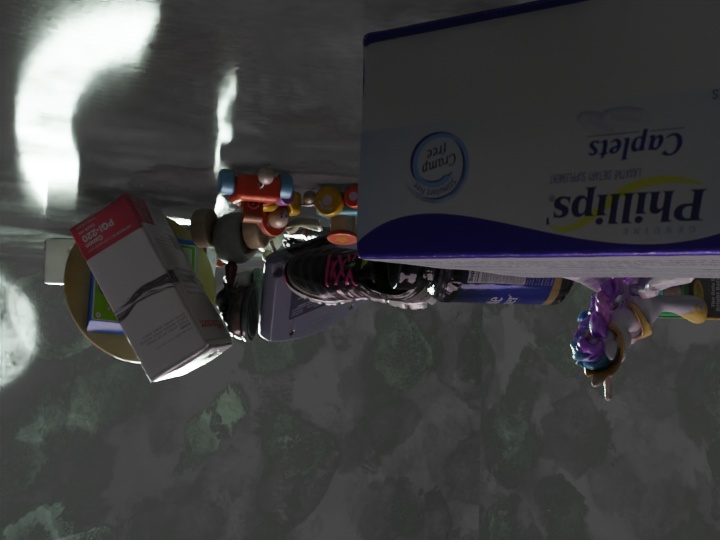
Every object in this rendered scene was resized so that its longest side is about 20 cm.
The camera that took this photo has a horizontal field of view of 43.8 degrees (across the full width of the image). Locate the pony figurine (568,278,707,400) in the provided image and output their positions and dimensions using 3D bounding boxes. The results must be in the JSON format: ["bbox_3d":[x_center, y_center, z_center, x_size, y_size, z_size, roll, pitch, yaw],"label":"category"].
[{"bbox_3d":[0.249,-0.004,0.814,0.165,0.197,0.199,3,-162,41],"label":"pony figurine"}]

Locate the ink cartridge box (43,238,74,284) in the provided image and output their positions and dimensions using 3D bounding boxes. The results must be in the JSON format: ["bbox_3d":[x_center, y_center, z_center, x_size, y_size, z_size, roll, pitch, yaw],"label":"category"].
[{"bbox_3d":[-0.484,-0.011,1.692,0.143,0.087,0.200,1,175,11],"label":"ink cartridge box"}]

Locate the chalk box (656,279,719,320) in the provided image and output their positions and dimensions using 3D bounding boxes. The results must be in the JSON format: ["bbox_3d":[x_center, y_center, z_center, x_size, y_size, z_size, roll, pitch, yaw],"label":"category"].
[{"bbox_3d":[0.391,-0.002,1.120,0.197,0.127,0.123,4,176,-31],"label":"chalk box"}]

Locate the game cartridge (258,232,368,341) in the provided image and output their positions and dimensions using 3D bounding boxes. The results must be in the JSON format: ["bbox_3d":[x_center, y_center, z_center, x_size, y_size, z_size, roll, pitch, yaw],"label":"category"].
[{"bbox_3d":[-0.057,0.019,1.221,0.041,0.135,0.198,25,-149,36],"label":"game cartridge"}]

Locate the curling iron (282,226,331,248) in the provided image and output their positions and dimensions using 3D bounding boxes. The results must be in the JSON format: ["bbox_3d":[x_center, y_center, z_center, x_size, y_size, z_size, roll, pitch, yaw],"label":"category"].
[{"bbox_3d":[-0.065,-0.050,1.350,0.050,0.026,0.199,43,157,-18],"label":"curling iron"}]

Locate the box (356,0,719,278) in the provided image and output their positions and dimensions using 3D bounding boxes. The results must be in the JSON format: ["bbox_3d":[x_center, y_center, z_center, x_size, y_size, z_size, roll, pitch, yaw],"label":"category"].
[{"bbox_3d":[0.126,-0.051,0.425,0.182,0.107,0.199,0,178,37],"label":"box"}]

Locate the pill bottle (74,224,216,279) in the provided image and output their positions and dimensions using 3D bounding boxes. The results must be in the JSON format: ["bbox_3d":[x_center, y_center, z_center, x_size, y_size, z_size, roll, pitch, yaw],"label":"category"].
[{"bbox_3d":[-0.324,-0.016,1.343,0.197,0.115,0.112,3,177,-23],"label":"pill bottle"}]

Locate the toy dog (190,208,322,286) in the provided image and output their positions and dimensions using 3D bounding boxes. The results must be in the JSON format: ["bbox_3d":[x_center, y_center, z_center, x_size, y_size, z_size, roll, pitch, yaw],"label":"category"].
[{"bbox_3d":[-0.147,-0.026,1.194,0.130,0.098,0.199,0,177,34],"label":"toy dog"}]

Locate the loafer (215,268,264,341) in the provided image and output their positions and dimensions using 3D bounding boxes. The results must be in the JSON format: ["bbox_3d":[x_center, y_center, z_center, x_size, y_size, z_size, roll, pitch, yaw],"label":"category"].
[{"bbox_3d":[-0.163,0.045,1.178,0.062,0.073,0.200,2,-167,0],"label":"loafer"}]

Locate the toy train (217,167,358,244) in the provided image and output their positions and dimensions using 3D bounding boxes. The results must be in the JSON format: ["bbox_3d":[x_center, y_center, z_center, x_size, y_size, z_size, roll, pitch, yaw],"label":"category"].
[{"bbox_3d":[-0.052,-0.059,0.885,0.197,0.057,0.150,3,177,-23],"label":"toy train"}]

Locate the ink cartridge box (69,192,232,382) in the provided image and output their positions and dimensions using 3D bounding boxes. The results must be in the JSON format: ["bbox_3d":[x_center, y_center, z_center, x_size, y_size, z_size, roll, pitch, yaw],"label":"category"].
[{"bbox_3d":[-0.242,0.023,1.065,0.084,0.202,0.146,-31,176,1],"label":"ink cartridge box"}]

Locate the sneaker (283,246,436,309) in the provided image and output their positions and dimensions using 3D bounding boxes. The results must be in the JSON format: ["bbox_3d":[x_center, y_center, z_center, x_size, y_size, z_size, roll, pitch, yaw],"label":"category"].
[{"bbox_3d":[0.000,0.000,1.091,0.196,0.075,0.088,7,161,7],"label":"sneaker"}]

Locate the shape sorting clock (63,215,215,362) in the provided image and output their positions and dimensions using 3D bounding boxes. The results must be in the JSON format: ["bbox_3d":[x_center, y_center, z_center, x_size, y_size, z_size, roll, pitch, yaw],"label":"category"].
[{"bbox_3d":[-0.283,0.020,1.162,0.197,0.204,0.039,3,159,-30],"label":"shape sorting clock"}]

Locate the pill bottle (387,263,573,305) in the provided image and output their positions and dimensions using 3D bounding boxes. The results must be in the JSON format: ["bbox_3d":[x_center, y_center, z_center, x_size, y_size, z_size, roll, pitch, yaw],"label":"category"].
[{"bbox_3d":[0.133,-0.019,1.011,0.196,0.114,0.112,2,177,-9],"label":"pill bottle"}]
